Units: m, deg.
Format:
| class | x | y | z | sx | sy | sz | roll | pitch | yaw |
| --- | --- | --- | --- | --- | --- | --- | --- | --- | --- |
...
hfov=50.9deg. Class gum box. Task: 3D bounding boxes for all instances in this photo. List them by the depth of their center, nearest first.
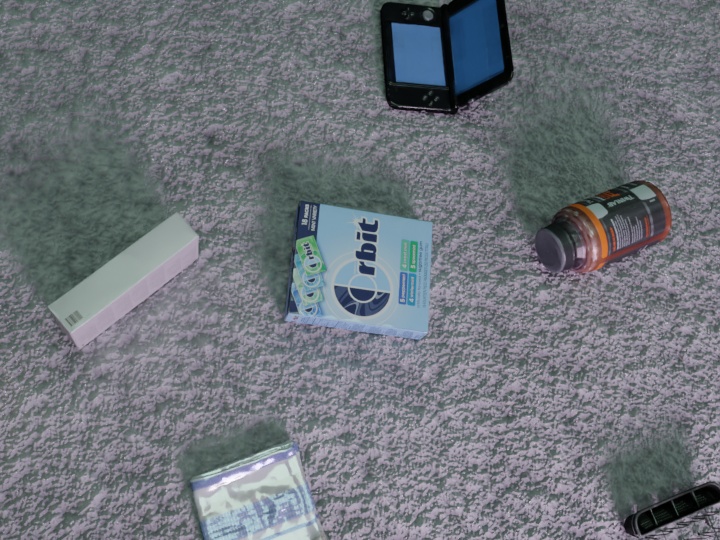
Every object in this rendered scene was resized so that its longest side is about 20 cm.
| class | x | y | z | sx | sy | sz | roll | pitch | yaw |
| --- | --- | --- | --- | --- | --- | --- | --- | --- | --- |
| gum box | 0.000 | 0.000 | 1.079 | 0.199 | 0.045 | 0.171 | 8 | 69 | -11 |

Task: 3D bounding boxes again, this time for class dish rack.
| class | x | y | z | sx | sy | sz | roll | pitch | yaw |
| --- | --- | --- | --- | --- | --- | --- | --- | --- | --- |
| dish rack | 0.459 | 0.409 | 1.038 | 0.152 | 0.055 | 0.201 | -15 | 75 | -17 |

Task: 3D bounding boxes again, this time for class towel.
| class | x | y | z | sx | sy | sz | roll | pitch | yaw |
| --- | --- | --- | --- | --- | --- | --- | --- | --- | --- |
| towel | -0.118 | 0.329 | 0.945 | 0.146 | 0.024 | 0.201 | -15 | 75 | -17 |

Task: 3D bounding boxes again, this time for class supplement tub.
| class | x | y | z | sx | sy | sz | roll | pitch | yaw |
| --- | --- | --- | --- | --- | --- | --- | --- | --- | --- |
| supplement tub | 0.367 | -0.062 | 1.155 | 0.199 | 0.107 | 0.107 | -21 | 77 | -20 |

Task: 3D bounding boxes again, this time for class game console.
| class | x | y | z | sx | sy | sz | roll | pitch | yaw |
| --- | --- | --- | --- | --- | --- | --- | --- | --- | --- |
| game console | 0.132 | -0.364 | 1.202 | 0.175 | 0.116 | 0.201 | 2 | 70 | -13 |

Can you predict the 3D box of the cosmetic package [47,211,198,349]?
| class | x | y | z | sx | sy | sz | roll | pitch | yaw |
| --- | --- | --- | --- | --- | --- | --- | --- | --- | --- |
| cosmetic package | -0.302 | 0.012 | 0.983 | 0.200 | 0.083 | 0.051 | -41 | 81 | -23 |
